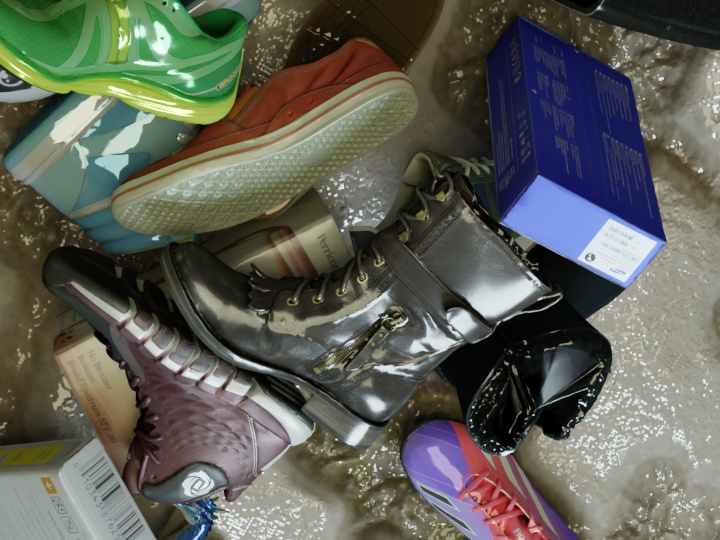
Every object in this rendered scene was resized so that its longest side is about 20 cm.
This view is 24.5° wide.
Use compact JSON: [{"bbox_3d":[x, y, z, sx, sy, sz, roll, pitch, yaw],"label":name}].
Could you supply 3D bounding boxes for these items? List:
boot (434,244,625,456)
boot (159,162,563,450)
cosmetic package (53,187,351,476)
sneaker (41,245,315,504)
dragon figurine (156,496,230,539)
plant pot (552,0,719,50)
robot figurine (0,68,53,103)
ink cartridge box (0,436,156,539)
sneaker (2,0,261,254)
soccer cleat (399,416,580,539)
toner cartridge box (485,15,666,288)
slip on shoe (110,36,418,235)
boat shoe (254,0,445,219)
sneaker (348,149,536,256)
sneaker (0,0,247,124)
[{"bbox_3d":[0.139,0.032,1.098,0.200,0.168,0.076,-37,108,0],"label":"boot"},{"bbox_3d":[0.000,0.000,1.001,0.200,0.069,0.174,38,110,-18],"label":"boot"},{"bbox_3d":[-0.092,0.039,1.099,0.200,0.087,0.104,-28,107,-2],"label":"cosmetic package"},{"bbox_3d":[-0.134,0.080,1.020,0.200,0.076,0.116,36,100,-18],"label":"sneaker"},{"bbox_3d":[-0.111,0.231,1.161,0.099,0.059,0.200,-27,105,1],"label":"dragon figurine"},{"bbox_3d":[0.207,-0.237,1.032,0.177,0.200,0.200,19,101,-26],"label":"plant pot"},{"bbox_3d":[-0.202,-0.200,0.992,0.125,0.150,0.201,9,106,-51],"label":"robot figurine"},{"bbox_3d":[-0.192,0.204,1.096,0.047,0.200,0.198,-41,111,-36],"label":"ink cartridge box"},{"bbox_3d":[-0.116,-0.091,1.066,0.200,0.080,0.131,-38,107,11],"label":"sneaker"},{"bbox_3d":[0.108,0.182,1.182,0.068,0.073,0.200,-42,108,3],"label":"soccer cleat"},{"bbox_3d":[0.132,-0.079,1.050,0.095,0.200,0.043,28,122,-16],"label":"toner cartridge box"},{"bbox_3d":[-0.063,-0.081,1.022,0.200,0.061,0.074,-28,151,2],"label":"slip on shoe"},{"bbox_3d":[-0.019,-0.117,1.084,0.072,0.065,0.200,36,88,3],"label":"boat shoe"},{"bbox_3d":[0.071,-0.047,1.084,0.200,0.067,0.090,-43,111,-26],"label":"sneaker"},{"bbox_3d":[-0.147,-0.141,0.936,0.200,0.074,0.084,8,111,-46],"label":"sneaker"}]
